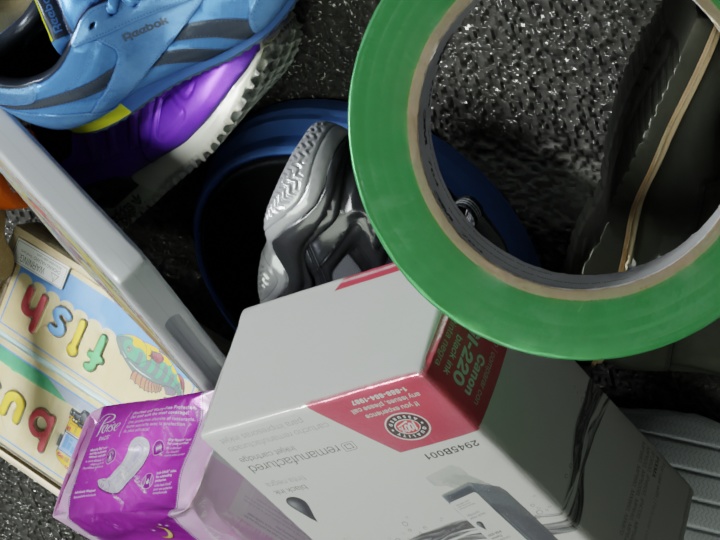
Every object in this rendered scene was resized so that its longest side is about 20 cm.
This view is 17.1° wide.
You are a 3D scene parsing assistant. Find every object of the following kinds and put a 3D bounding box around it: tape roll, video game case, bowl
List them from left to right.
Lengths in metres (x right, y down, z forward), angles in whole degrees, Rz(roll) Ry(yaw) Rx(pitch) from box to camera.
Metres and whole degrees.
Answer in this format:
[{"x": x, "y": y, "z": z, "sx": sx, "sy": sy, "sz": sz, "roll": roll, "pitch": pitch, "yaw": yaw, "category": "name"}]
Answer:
[{"x": -0.137, "y": -0.012, "z": 1.254, "sx": 0.200, "sy": 0.023, "sz": 0.182, "roll": 44, "pitch": 173, "yaw": 35, "category": "video game case"}, {"x": 0.000, "y": 0.000, "z": 1.281, "sx": 0.200, "sy": 0.039, "sz": 0.201, "roll": 19, "pitch": 137, "yaw": 18, "category": "bowl"}, {"x": 0.096, "y": -0.064, "z": 1.027, "sx": 0.200, "sy": 0.048, "sz": 0.201, "roll": 1, "pitch": 97, "yaw": 8, "category": "tape roll"}]

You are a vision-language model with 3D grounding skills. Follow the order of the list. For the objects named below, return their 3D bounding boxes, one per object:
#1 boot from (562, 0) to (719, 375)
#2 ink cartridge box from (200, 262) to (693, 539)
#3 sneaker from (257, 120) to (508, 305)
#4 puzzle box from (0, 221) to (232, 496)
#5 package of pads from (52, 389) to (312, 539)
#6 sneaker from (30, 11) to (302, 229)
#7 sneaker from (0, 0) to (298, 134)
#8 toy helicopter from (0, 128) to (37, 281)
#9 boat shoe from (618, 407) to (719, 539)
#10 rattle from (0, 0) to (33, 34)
[{"x": 0.180, "y": -0.032, "z": 1.120, "sx": 0.138, "sy": 0.077, "sz": 0.200, "roll": 13, "pitch": 128, "yaw": -5, "category": "boot"}, {"x": 0.044, "y": 0.093, "z": 1.158, "sx": 0.146, "sy": 0.085, "sz": 0.200, "roll": -18, "pitch": 131, "yaw": 38, "category": "ink cartridge box"}, {"x": 0.010, "y": 0.019, "z": 1.204, "sx": 0.114, "sy": 0.076, "sz": 0.200, "roll": 20, "pitch": 140, "yaw": 12, "category": "sneaker"}, {"x": -0.142, "y": 0.076, "z": 1.379, "sx": 0.200, "sy": 0.025, "sz": 0.133, "roll": 30, "pitch": 109, "yaw": 22, "category": "puzzle box"}, {"x": -0.050, "y": 0.141, "z": 1.271, "sx": 0.120, "sy": 0.076, "sz": 0.200, "roll": -11, "pitch": 142, "yaw": 45, "category": "package of pads"}, {"x": -0.113, "y": -0.097, "z": 1.241, "sx": 0.100, "sy": 0.070, "sz": 0.200, "roll": 44, "pitch": 139, "yaw": -7, "category": "sneaker"}, {"x": -0.104, "y": -0.130, "z": 1.154, "sx": 0.200, "sy": 0.066, "sz": 0.078, "roll": -30, "pitch": 153, "yaw": 27, "category": "sneaker"}, {"x": -0.244, "y": 0.010, "z": 1.337, "sx": 0.079, "sy": 0.132, "sz": 0.200, "roll": 0, "pitch": 91, "yaw": 35, "category": "toy helicopter"}, {"x": 0.135, "y": 0.103, "z": 1.271, "sx": 0.200, "sy": 0.072, "sz": 0.071, "roll": 18, "pitch": 172, "yaw": 3, "category": "boat shoe"}, {"x": -0.188, "y": -0.224, "z": 1.199, "sx": 0.130, "sy": 0.143, "sz": 0.200, "roll": 0, "pitch": 120, "yaw": -8, "category": "rattle"}]
